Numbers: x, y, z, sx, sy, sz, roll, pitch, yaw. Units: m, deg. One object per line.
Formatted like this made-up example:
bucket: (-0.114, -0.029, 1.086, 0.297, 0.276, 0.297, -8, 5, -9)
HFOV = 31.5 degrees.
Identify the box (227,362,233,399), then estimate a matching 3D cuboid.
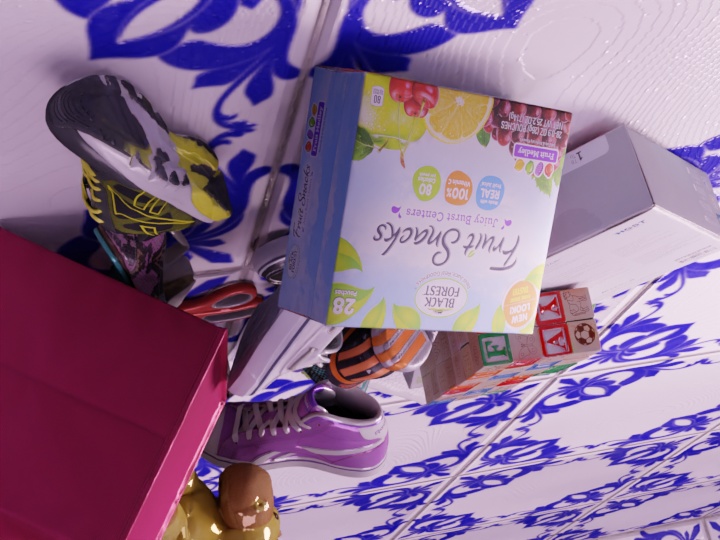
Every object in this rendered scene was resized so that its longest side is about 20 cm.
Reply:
box: (-0.225, 0.101, 1.231, 0.198, 0.069, 0.082, 5, 151, -42)

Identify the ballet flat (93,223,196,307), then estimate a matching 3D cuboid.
ballet flat: (-0.170, -0.001, 1.036, 0.071, 0.070, 0.200, -29, 162, -16)

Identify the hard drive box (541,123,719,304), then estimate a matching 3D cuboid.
hard drive box: (0.217, -0.041, 1.127, 0.155, 0.078, 0.199, -26, 159, 28)

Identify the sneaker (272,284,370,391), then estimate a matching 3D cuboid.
sneaker: (-0.039, 0.071, 1.246, 0.090, 0.078, 0.201, 15, 148, 19)

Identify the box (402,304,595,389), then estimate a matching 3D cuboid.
box: (0.148, 0.054, 1.335, 0.197, 0.037, 0.145, -6, 139, -15)

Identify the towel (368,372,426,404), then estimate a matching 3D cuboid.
towel: (0.108, 0.106, 1.500, 0.189, 0.033, 0.200, -23, 157, 21)

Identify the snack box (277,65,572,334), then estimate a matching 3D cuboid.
snack box: (0.049, -0.045, 0.905, 0.198, 0.171, 0.067, 5, -172, -37)

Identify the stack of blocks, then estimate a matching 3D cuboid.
stack of blocks: (0.135, 0.075, 1.212, 0.114, 0.059, 0.200, -7, 166, -15)

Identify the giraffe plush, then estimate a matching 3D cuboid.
giraffe plush: (-0.146, 0.234, 1.192, 0.160, 0.174, 0.201, 7, 138, -12)

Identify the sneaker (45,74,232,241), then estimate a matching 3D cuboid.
sneaker: (-0.158, -0.061, 0.857, 0.084, 0.075, 0.200, -27, 156, 13)

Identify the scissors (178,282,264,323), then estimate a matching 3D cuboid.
scissors: (-0.185, 0.044, 1.191, 0.197, 0.014, 0.073, -12, 160, -9)

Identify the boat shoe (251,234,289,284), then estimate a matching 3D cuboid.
boat shoe: (0.000, 0.000, 1.137, 0.198, 0.057, 0.069, -2, 156, -28)

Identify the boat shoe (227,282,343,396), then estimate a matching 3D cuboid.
boat shoe: (-0.046, 0.051, 0.993, 0.066, 0.074, 0.200, 22, 145, -13)

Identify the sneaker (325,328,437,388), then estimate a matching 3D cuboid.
sneaker: (0.027, 0.030, 1.090, 0.111, 0.078, 0.200, -22, -168, 40)

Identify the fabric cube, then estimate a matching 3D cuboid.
fabric cube: (-0.232, 0.121, 1.000, 0.197, 0.202, 0.197, 24, 156, 3)

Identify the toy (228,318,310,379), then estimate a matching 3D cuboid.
toy: (-0.032, 0.084, 1.338, 0.197, 0.048, 0.115, -5, 155, -23)

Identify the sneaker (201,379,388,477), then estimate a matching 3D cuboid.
sneaker: (-0.071, 0.139, 1.226, 0.197, 0.073, 0.115, 2, 144, 3)
